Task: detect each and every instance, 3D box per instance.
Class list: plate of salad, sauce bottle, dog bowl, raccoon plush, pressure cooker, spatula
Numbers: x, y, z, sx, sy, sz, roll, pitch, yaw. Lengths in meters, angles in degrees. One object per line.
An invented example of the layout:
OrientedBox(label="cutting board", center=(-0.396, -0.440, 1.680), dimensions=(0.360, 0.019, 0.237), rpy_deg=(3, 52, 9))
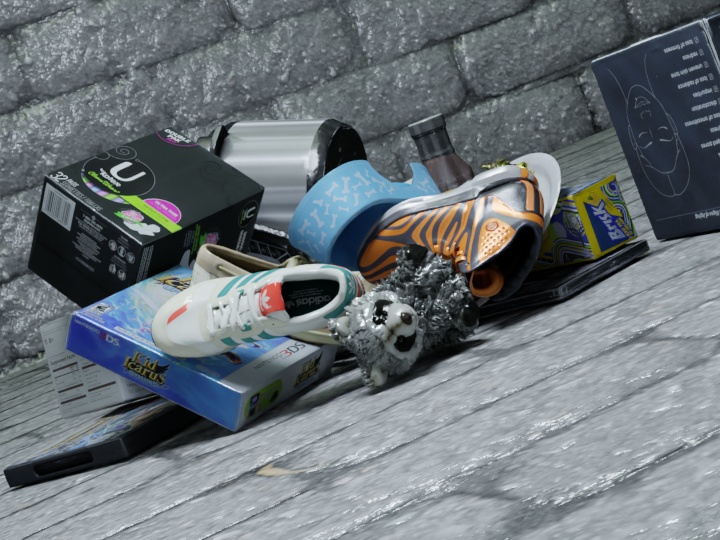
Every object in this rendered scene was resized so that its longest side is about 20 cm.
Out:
OrientedBox(label="plate of salad", center=(0.120, -0.039, 1.666), dimensions=(0.200, 0.048, 0.200), rpy_deg=(-44, 24, 25))
OrientedBox(label="sauce bottle", center=(0.102, -0.069, 1.825), dimensions=(0.066, 0.201, 0.066), rpy_deg=(-22, 5, 2))
OrientedBox(label="dog bowl", center=(0.015, -0.049, 1.668), dimensions=(0.200, 0.050, 0.112), rpy_deg=(-3, -48, -54))
OrientedBox(label="raccoon plush", center=(0.028, 0.069, 1.525), dimensions=(0.134, 0.097, 0.200), rpy_deg=(-38, -20, -24))
OrientedBox(label="pressure cooker", center=(-0.103, -0.086, 1.942), dimensions=(0.199, 0.177, 0.179), rpy_deg=(1, 11, 19))
OrientedBox(label="spatula", center=(-0.061, 0.094, 1.773), dimensions=(0.056, 0.021, 0.200), rpy_deg=(-32, 11, -35))

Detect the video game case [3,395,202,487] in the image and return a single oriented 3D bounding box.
OrientedBox(label="video game case", center=(-0.241, 0.164, 1.742), dimensions=(0.180, 0.026, 0.200), rpy_deg=(-17, 6, 37))

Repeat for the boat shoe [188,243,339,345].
OrientedBox(label="boat shoe", center=(-0.066, 0.021, 1.645), dimensions=(0.199, 0.065, 0.072), rpy_deg=(14, 21, -5))

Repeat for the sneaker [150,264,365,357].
OrientedBox(label="sneaker", center=(-0.095, 0.029, 1.507), dimensions=(0.199, 0.071, 0.093), rpy_deg=(-10, -11, 1))

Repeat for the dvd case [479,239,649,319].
OrientedBox(label="dvd case", center=(0.169, 0.017, 1.674), dimensions=(0.148, 0.016, 0.200), rpy_deg=(-26, 7, -42))

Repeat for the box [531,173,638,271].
OrientedBox(label="box", center=(0.188, -0.041, 1.713), dimensions=(0.064, 0.070, 0.200), rpy_deg=(-24, 6, -30))

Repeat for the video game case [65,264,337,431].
OrientedBox(label="video game case", center=(-0.150, 0.069, 1.628), dimensions=(0.199, 0.046, 0.181), rpy_deg=(23, 24, 21))

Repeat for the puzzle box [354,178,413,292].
OrientedBox(label="puzzle box", center=(0.000, 0.000, 1.817), dimensions=(0.201, 0.025, 0.133), rpy_deg=(-62, 15, -18))

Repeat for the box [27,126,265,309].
OrientedBox(label="box", center=(-0.227, -0.046, 1.795), dimensions=(0.200, 0.148, 0.125), rpy_deg=(-28, -36, -49))

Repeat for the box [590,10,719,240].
OrientedBox(label="box", center=(0.353, -0.149, 1.644), dimensions=(0.124, 0.198, 0.200), rpy_deg=(-22, 4, -24))

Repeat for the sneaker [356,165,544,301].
OrientedBox(label="sneaker", center=(0.082, -0.015, 1.574), dimensions=(0.199, 0.078, 0.112), rpy_deg=(-29, 43, 26))

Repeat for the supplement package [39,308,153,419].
OrientedBox(label="supplement package", center=(-0.228, 0.082, 1.888), dimensions=(0.199, 0.111, 0.155), rpy_deg=(-14, -4, -37))
